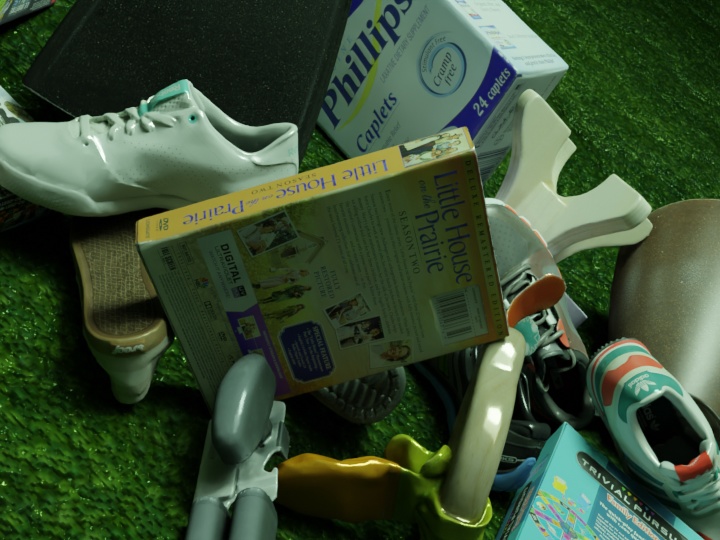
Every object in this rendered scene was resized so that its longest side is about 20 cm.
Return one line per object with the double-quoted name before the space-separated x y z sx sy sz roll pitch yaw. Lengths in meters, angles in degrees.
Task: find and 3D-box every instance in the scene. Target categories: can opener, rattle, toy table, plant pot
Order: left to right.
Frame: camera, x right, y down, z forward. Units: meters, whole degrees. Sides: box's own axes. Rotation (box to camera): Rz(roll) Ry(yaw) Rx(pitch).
"plant pot" -0.105 -0.179 0.848 0.197 0.179 0.200 29 16 -11
"can opener" -0.076 0.134 0.625 0.202 0.052 0.067 -88 158 -50
"rattle" 0.042 0.078 0.741 0.140 0.131 0.203 11 68 18
"toy table" 0.162 -0.052 0.984 0.200 0.117 0.184 39 10 -43
"plant pot" 0.288 0.072 0.992 0.186 0.188 0.201 36 45 0

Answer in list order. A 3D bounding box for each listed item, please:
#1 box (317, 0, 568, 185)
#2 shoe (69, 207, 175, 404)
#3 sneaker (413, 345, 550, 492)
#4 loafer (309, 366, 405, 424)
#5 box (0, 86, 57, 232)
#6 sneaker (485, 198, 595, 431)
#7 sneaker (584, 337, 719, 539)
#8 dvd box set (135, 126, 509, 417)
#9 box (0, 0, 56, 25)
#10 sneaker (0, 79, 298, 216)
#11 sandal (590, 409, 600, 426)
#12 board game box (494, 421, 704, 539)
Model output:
"box" 0.054 -0.178 1.052 0.200 0.185 0.104 48 34 19
"shoe" -0.151 0.005 0.738 0.068 0.054 0.201 -8 36 -4
"sneaker" 0.087 0.067 0.858 0.070 0.083 0.201 10 40 -37
"loafer" -0.052 0.033 0.791 0.200 0.075 0.070 42 1 10
"box" -0.293 -0.102 0.738 0.200 0.038 0.136 43 31 10
"sneaker" 0.135 0.036 0.882 0.202 0.076 0.082 59 3 -14
"sneaker" 0.236 0.149 0.849 0.202 0.070 0.094 59 3 -17
"dvd box set" -0.017 0.006 0.679 0.196 0.148 0.030 -16 40 2
"box" -0.301 -0.234 0.866 0.109 0.035 0.200 32 18 -9
"sneaker" -0.135 -0.083 0.725 0.196 0.090 0.076 7 36 -17
"sandal" 0.139 0.046 0.972 0.200 0.048 0.075 40 31 3
"board game box" 0.163 0.214 0.777 0.150 0.047 0.200 40 31 3
